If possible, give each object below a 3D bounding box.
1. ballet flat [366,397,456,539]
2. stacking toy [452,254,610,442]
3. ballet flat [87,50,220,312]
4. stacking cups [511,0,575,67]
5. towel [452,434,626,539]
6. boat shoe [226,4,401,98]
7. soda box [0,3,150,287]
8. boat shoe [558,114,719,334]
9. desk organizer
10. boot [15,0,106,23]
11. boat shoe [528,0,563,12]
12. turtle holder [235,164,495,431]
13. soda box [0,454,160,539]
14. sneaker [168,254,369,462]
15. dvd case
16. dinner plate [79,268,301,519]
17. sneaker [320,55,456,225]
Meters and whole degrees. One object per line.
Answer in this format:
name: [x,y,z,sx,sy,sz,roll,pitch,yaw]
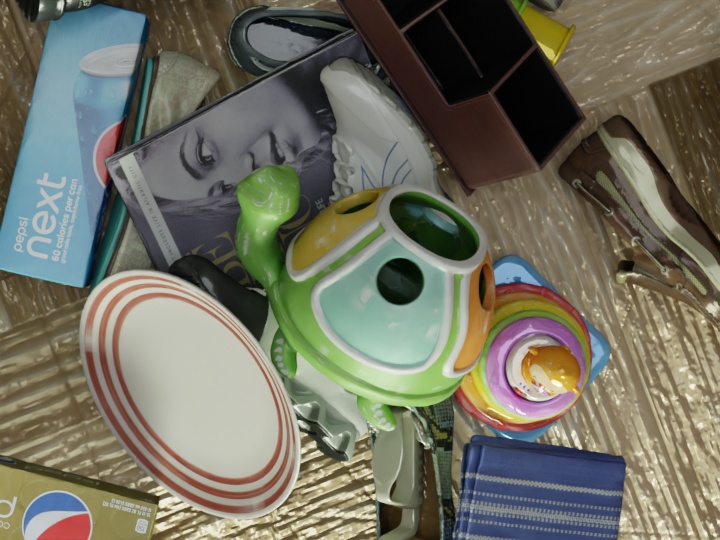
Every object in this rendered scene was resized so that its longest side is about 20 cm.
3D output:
ballet flat: [0.031,0.172,1.652,0.074,0.074,0.200,-5,95,-3]
stacking toy: [0.120,0.065,1.598,0.116,0.200,0.110,44,88,-6]
ballet flat: [-0.144,-0.058,1.653,0.062,0.067,0.200,14,90,-11]
stacking cups: [0.054,-0.197,1.667,0.200,0.061,0.061,28,89,0]
towel: [0.119,0.223,1.665,0.145,0.024,0.200,9,91,-31]
boat shoe: [0.001,-0.146,1.660,0.200,0.062,0.073,15,87,-4]
soda box: [-0.205,-0.092,1.650,0.068,0.064,0.200,13,90,-3]
boat shoe: [0.218,-0.013,1.675,0.075,0.075,0.202,-36,86,12]
desk organizer: [0.064,-0.157,1.600,0.072,0.077,0.200,-47,111,-35]
boot: [-0.185,-0.258,1.642,0.168,0.076,0.200,-12,52,-27]
boat shoe: [0.070,-0.261,1.663,0.200,0.071,0.064,29,90,-11]
turtle holder: [0.009,0.000,1.561,0.186,0.141,0.132,49,132,20]
soda box: [-0.247,0.171,1.649,0.200,0.064,0.068,15,90,-3]
sneaker: [-0.054,0.041,1.644,0.200,0.074,0.089,47,73,-28]
dvd case: [-0.065,-0.063,1.634,0.200,0.016,0.149,-28,122,-9]
dinner plate: [-0.116,0.084,1.615,0.024,0.200,0.200,-36,93,-41]
sneaker: [0.014,-0.060,1.622,0.087,0.075,0.200,-28,121,-2]
